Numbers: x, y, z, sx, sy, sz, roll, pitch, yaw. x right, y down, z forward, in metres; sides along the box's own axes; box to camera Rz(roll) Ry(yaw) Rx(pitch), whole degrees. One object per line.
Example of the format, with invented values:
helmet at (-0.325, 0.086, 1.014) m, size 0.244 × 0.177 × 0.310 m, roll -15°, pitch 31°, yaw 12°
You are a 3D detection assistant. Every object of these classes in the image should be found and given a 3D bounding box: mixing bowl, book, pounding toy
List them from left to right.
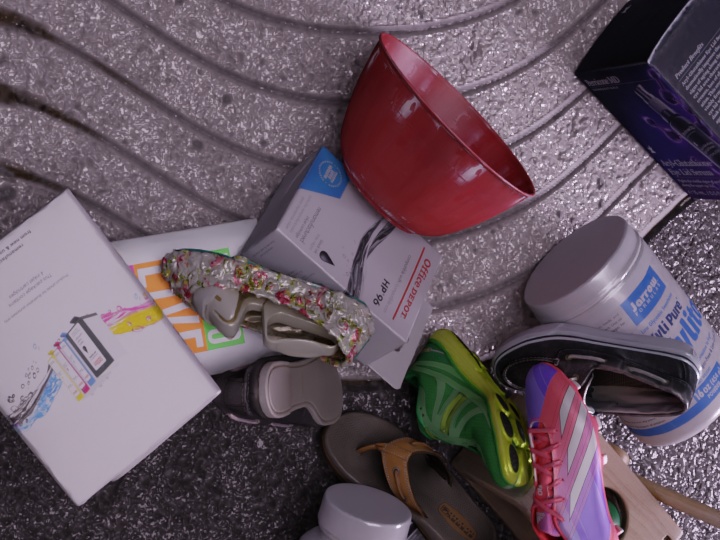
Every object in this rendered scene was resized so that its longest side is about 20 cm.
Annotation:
book at (-0.180, 0.034, 1.108) m, size 0.197 × 0.048 × 0.136 m, roll -11°, pitch 94°, yaw -15°
mixing bowl at (0.053, -0.106, 1.115) m, size 0.200 × 0.201 × 0.108 m, roll 42°, pitch 107°, yaw -17°
pounding toy at (0.225, 0.216, 1.172) m, size 0.142 × 0.200 × 0.184 m, roll -45°, pitch 106°, yaw -11°

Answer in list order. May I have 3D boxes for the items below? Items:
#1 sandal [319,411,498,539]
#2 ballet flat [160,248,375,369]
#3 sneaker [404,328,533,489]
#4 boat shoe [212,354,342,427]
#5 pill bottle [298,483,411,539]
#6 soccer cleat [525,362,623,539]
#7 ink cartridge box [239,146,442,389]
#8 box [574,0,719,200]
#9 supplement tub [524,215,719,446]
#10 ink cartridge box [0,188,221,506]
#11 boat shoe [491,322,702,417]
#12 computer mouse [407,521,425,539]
sandal at (0.051, 0.200, 1.156) m, size 0.200 × 0.055 × 0.082 m, roll 42°, pitch 55°, yaw 12°
ballet flat at (-0.084, 0.033, 1.052) m, size 0.197 × 0.076 × 0.065 m, roll 15°, pitch 51°, yaw 4°
sneaker at (0.101, 0.139, 1.140) m, size 0.084 × 0.201 × 0.074 m, roll -44°, pitch 126°, yaw 9°
boat shoe at (-0.070, 0.106, 1.096) m, size 0.056 × 0.200 × 0.068 m, roll -2°, pitch 82°, yaw 19°
pill bottle at (-0.017, 0.305, 1.123) m, size 0.111 × 0.113 × 0.203 m, roll 11°, pitch 102°, yaw -19°
soccer cleat at (0.172, 0.182, 1.054) m, size 0.075 × 0.066 × 0.203 m, roll -16°, pitch 91°, yaw -28°
ink cartridge box at (0.000, 0.000, 1.126) m, size 0.200 × 0.068 × 0.117 m, roll 41°, pitch 48°, yaw -17°
box at (0.335, -0.172, 1.213) m, size 0.200 × 0.148 × 0.105 m, roll 42°, pitch 81°, yaw -15°
supplement tub at (0.269, 0.062, 1.214) m, size 0.132 × 0.132 × 0.200 m, roll -45°, pitch 107°, yaw -11°
ink cartridge box at (-0.233, 0.059, 0.998) m, size 0.144 × 0.147 × 0.201 m, roll -38°, pitch 99°, yaw -10°
boat shoe at (0.211, 0.096, 1.131) m, size 0.071 × 0.197 × 0.073 m, roll -60°, pitch 139°, yaw -48°
computer mouse at (0.093, 0.306, 1.219) m, size 0.110 × 0.044 × 0.201 m, roll -42°, pitch 111°, yaw -7°
